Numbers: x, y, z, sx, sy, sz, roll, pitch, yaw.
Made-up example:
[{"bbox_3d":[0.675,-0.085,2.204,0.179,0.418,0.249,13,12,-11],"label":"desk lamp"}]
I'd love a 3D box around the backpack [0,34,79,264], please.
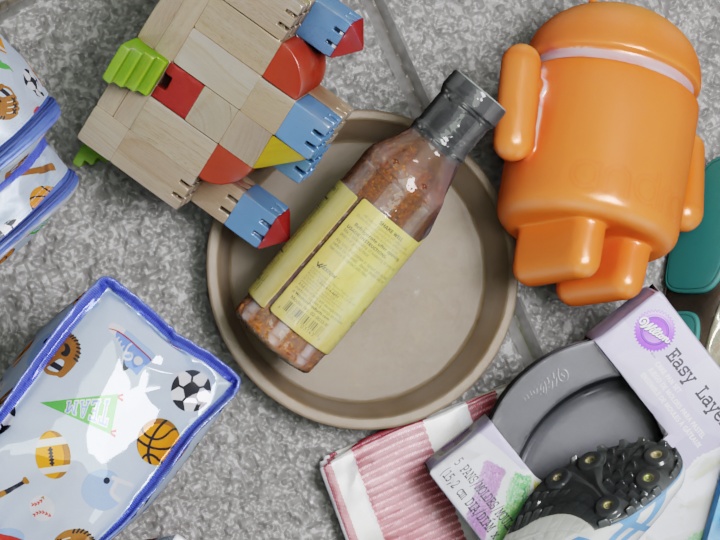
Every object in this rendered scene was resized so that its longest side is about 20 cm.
[{"bbox_3d":[-0.255,-0.060,1.497,0.154,0.190,0.200,43,77,-6],"label":"backpack"}]

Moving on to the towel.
[{"bbox_3d":[0.087,0.149,1.642,0.200,0.023,0.144,-21,92,-12],"label":"towel"}]

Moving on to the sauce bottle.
[{"bbox_3d":[0.010,-0.031,1.567,0.066,0.066,0.200,41,94,-6],"label":"sauce bottle"}]

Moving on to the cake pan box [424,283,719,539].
[{"bbox_3d":[0.165,0.135,1.606,0.184,0.052,0.200,-37,94,-1],"label":"cake pan box"}]

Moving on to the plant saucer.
[{"bbox_3d":[0.000,0.000,1.632,0.200,0.029,0.200,1,84,-13],"label":"plant saucer"}]

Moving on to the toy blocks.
[{"bbox_3d":[-0.069,-0.104,1.550,0.137,0.100,0.200,35,112,5],"label":"toy blocks"}]

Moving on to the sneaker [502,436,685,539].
[{"bbox_3d":[0.118,0.179,1.558,0.200,0.072,0.072,-44,129,-4],"label":"sneaker"}]

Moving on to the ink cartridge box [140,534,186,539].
[{"bbox_3d":[-0.061,0.245,1.535,0.200,0.145,0.083,36,76,-7],"label":"ink cartridge box"}]

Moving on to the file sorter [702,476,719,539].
[{"bbox_3d":[0.282,0.169,1.528,0.139,0.123,0.200,15,94,-5],"label":"file sorter"}]

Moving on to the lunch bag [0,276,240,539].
[{"bbox_3d":[-0.181,0.113,1.508,0.124,0.170,0.200,37,79,-4],"label":"lunch bag"}]

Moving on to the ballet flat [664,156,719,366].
[{"bbox_3d":[0.227,0.026,1.672,0.062,0.067,0.200,19,85,-35],"label":"ballet flat"}]

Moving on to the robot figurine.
[{"bbox_3d":[0.151,-0.080,1.625,0.144,0.117,0.200,11,73,1],"label":"robot figurine"}]
